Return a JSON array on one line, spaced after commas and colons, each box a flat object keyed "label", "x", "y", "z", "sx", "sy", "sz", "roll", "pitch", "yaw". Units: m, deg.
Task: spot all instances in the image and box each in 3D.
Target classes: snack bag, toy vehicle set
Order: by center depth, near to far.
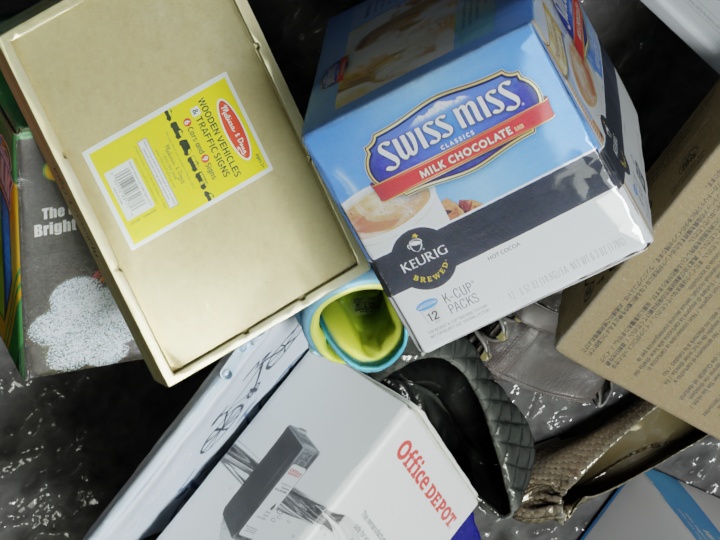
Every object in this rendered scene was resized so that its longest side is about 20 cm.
[{"label": "toy vehicle set", "x": -0.090, "y": -0.059, "z": 1.507, "sx": 0.124, "sy": 0.026, "sz": 0.201, "roll": -29, "pitch": 107, "yaw": -15}, {"label": "snack bag", "x": -0.085, "y": 0.087, "z": 1.699, "sx": 0.189, "sy": 0.021, "sz": 0.200, "roll": -52, "pitch": 171, "yaw": 14}]

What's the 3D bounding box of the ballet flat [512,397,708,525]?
[{"label": "ballet flat", "x": 0.181, "y": 0.106, "z": 1.904, "sx": 0.199, "sy": 0.046, "sz": 0.068, "roll": -27, "pitch": 130, "yaw": -8}]

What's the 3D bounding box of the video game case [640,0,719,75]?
[{"label": "video game case", "x": 0.217, "y": -0.211, "z": 1.669, "sx": 0.200, "sy": 0.023, "sz": 0.182, "roll": 38, "pitch": 75, "yaw": -32}]

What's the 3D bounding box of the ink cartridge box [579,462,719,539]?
[{"label": "ink cartridge box", "x": 0.240, "y": 0.237, "z": 1.970, "sx": 0.199, "sy": 0.125, "sz": 0.129, "roll": 24, "pitch": 109, "yaw": -35}]

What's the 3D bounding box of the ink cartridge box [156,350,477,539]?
[{"label": "ink cartridge box", "x": -0.036, "y": 0.164, "z": 1.748, "sx": 0.200, "sy": 0.084, "sz": 0.144, "roll": -50, "pitch": 149, "yaw": -11}]

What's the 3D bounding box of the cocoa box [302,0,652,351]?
[{"label": "cocoa box", "x": 0.061, "y": -0.074, "z": 1.541, "sx": 0.133, "sy": 0.200, "sz": 0.132, "roll": -25, "pitch": 108, "yaw": 13}]

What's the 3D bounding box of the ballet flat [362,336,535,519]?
[{"label": "ballet flat", "x": 0.050, "y": 0.080, "z": 1.787, "sx": 0.066, "sy": 0.057, "sz": 0.200, "roll": -24, "pitch": 137, "yaw": 23}]

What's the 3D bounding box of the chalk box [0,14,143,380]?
[{"label": "chalk box", "x": -0.140, "y": -0.065, "z": 1.585, "sx": 0.124, "sy": 0.124, "sz": 0.201, "roll": -9, "pitch": 124, "yaw": -19}]

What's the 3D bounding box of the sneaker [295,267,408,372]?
[{"label": "sneaker", "x": 0.000, "y": 0.000, "z": 1.652, "sx": 0.079, "sy": 0.131, "sz": 0.200, "roll": -33, "pitch": 163, "yaw": 18}]

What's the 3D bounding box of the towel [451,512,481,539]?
[{"label": "towel", "x": -0.012, "y": 0.218, "z": 1.887, "sx": 0.199, "sy": 0.050, "sz": 0.148, "roll": -25, "pitch": 132, "yaw": -7}]

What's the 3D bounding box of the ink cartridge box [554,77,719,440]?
[{"label": "ink cartridge box", "x": 0.229, "y": -0.002, "z": 1.696, "sx": 0.164, "sy": 0.075, "sz": 0.200, "roll": 28, "pitch": 126, "yaw": -12}]

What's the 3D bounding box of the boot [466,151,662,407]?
[{"label": "boot", "x": 0.114, "y": -0.004, "z": 1.789, "sx": 0.199, "sy": 0.069, "sz": 0.174, "roll": 26, "pitch": 115, "yaw": -29}]
